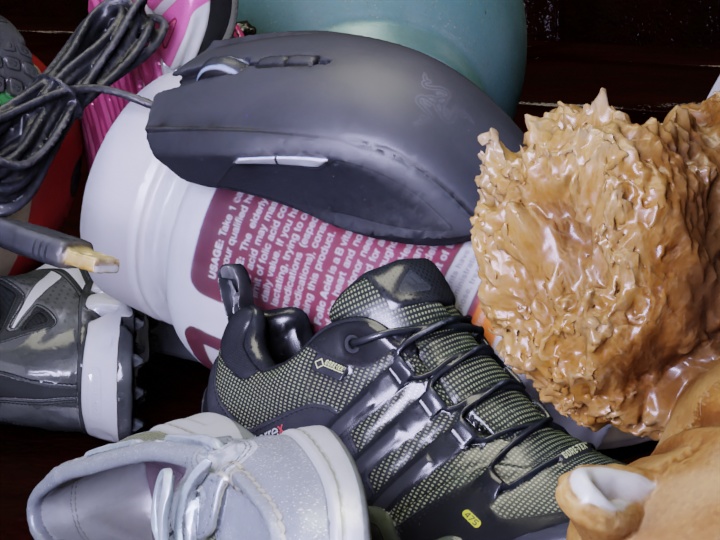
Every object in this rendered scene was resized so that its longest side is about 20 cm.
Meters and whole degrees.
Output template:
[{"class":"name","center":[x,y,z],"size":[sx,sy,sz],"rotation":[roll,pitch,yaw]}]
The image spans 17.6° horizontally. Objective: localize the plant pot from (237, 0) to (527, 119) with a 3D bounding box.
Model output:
[{"class":"plant pot","center":[-0.006,-0.092,1.138],"size":[0.198,0.202,0.135],"rotation":[-1,36,-9]}]

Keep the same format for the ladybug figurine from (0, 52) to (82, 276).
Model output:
[{"class":"ladybug figurine","center":[-0.184,-0.035,1.067],"size":[0.071,0.137,0.200],"rotation":[2,-26,-35]}]

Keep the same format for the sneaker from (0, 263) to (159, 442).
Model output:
[{"class":"sneaker","center":[-0.133,0.020,0.996],"size":[0.090,0.067,0.200],"rotation":[0,16,-2]}]

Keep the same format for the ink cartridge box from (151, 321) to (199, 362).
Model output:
[{"class":"ink cartridge box","center":[0.012,0.017,1.108],"size":[0.197,0.047,0.199],"rotation":[-7,10,-42]}]

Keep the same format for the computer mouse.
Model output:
[{"class":"computer mouse","center":[-0.047,-0.045,0.810],"size":[0.199,0.046,0.141],"rotation":[19,47,24]}]

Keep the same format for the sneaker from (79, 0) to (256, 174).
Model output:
[{"class":"sneaker","center":[-0.068,-0.086,0.995],"size":[0.087,0.074,0.200],"rotation":[-12,-22,-18]}]

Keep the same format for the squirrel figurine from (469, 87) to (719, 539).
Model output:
[{"class":"squirrel figurine","center":[0.112,0.037,0.663],"size":[0.186,0.142,0.200],"rotation":[-36,60,-20]}]

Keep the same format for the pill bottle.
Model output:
[{"class":"pill bottle","center":[0.000,0.000,0.876],"size":[0.199,0.115,0.114],"rotation":[23,20,27]}]

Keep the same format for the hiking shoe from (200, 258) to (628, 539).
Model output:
[{"class":"hiking shoe","center":[0.023,0.050,0.753],"size":[0.199,0.102,0.076],"rotation":[7,13,34]}]

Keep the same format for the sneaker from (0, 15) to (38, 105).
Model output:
[{"class":"sneaker","center":[-0.206,-0.040,0.972],"size":[0.078,0.200,0.086],"rotation":[16,41,-41]}]

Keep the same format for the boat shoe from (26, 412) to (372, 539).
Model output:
[{"class":"boat shoe","center":[-0.045,0.081,0.674],"size":[0.064,0.075,0.202],"rotation":[-10,9,-20]}]

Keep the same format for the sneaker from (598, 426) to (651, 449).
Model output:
[{"class":"sneaker","center":[0.130,0.020,0.981],"size":[0.071,0.081,0.199],"rotation":[7,12,34]}]

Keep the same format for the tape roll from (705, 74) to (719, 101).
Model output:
[{"class":"tape roll","center":[0.219,-0.019,0.859],"size":[0.201,0.204,0.071],"rotation":[-3,11,-17]}]
